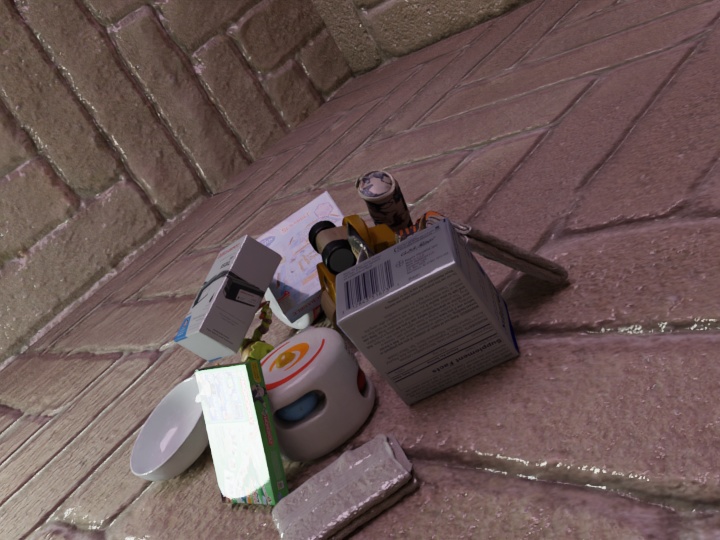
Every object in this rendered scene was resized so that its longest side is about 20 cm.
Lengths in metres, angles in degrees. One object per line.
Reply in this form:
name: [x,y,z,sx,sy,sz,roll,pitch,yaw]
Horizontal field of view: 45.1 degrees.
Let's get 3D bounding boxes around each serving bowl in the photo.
serving bowl: [-0.310,0.284,1.510,0.200,0.066,0.201,-37,27,23]

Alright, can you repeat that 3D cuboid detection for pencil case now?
pencil case: [0.050,-0.123,1.759,0.089,0.200,0.078,-5,58,15]

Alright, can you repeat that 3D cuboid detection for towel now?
towel: [-0.023,0.289,1.110,0.199,0.035,0.133,-35,18,-4]
towel: [0.201,-0.030,1.294,0.035,0.199,0.132,-68,25,4]

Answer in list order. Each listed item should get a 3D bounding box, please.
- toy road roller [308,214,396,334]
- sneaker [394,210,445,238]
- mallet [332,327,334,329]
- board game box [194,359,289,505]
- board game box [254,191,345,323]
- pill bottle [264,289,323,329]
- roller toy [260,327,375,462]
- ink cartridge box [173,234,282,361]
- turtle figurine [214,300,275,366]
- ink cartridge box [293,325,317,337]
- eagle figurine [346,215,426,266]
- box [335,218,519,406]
toy road roller: [0.000,0.000,1.523,0.145,0.202,0.123,-14,28,-13]
sneaker: [0.096,-0.059,1.730,0.199,0.078,0.112,-9,24,32]
mallet: [-0.051,0.108,1.604,0.065,0.041,0.201,-20,27,31]
board game box: [-0.172,0.234,1.246,0.029,0.202,0.134,-11,-1,-45]
board game box: [-0.097,-0.029,1.661,0.199,0.041,0.200,-33,52,-1]
pill bottle: [-0.090,0.013,1.765,0.119,0.120,0.200,-9,30,50]
roller toy: [-0.081,0.179,1.308,0.182,0.140,0.200,-9,30,49]
ink cartridge box: [-0.238,0.051,1.557,0.144,0.084,0.201,-22,40,58]
turtle figurine: [-0.194,0.155,1.515,0.201,0.064,0.161,-56,19,0]
ink cartridge box: [-0.137,0.182,1.535,0.200,0.051,0.109,-38,18,-16]
eagle figurine: [0.023,0.008,1.335,0.152,0.151,0.199,-48,25,-26]
box: [0.092,0.061,1.200,0.183,0.200,0.105,-27,36,17]
